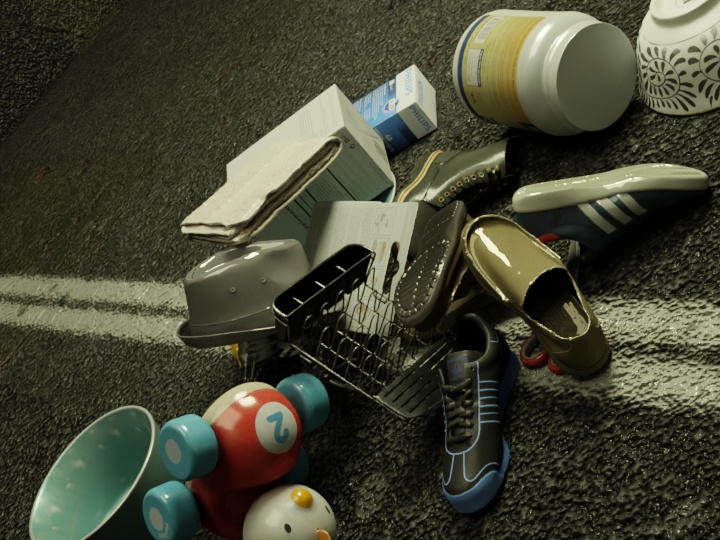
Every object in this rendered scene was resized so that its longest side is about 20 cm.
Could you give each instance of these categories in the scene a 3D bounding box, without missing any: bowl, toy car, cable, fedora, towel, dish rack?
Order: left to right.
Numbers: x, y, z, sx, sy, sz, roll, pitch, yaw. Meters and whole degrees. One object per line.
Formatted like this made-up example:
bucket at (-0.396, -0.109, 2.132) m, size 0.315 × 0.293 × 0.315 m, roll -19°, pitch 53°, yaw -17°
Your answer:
bowl at (-0.290, 0.275, 1.324) m, size 0.200 × 0.105 × 0.202 m, roll -30°, pitch 33°, yaw 22°
fedora at (-0.121, 0.018, 1.253) m, size 0.198 × 0.091 × 0.177 m, roll -15°, pitch 11°, yaw -3°
cable at (-0.130, 0.134, 1.397) m, size 0.096 × 0.050 × 0.201 m, roll -13°, pitch 52°, yaw 15°
towel at (-0.124, -0.102, 1.352) m, size 0.132 × 0.035 × 0.200 m, roll 4°, pitch 42°, yaw 49°
toy car at (-0.081, 0.231, 1.095) m, size 0.200 × 0.183 × 0.178 m, roll 40°, pitch 127°, yaw 30°
dish rack at (0.021, 0.066, 1.149) m, size 0.199 × 0.055 × 0.153 m, roll 32°, pitch 46°, yaw 23°
bowl at (0.385, -0.279, 1.229) m, size 0.200 × 0.094 × 0.202 m, roll -29°, pitch 34°, yaw 22°

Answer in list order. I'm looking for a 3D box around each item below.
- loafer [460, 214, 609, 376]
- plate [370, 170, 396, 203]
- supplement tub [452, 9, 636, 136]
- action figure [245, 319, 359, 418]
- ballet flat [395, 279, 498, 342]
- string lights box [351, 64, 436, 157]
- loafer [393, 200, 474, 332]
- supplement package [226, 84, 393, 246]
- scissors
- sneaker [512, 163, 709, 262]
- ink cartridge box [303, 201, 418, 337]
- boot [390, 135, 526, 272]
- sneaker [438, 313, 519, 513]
loafer at (0.171, 0.011, 1.066) m, size 0.076 × 0.068 × 0.200 m, roll -36°, pitch 63°, yaw -11°
plate at (-0.027, -0.064, 1.513) m, size 0.199 × 0.026 × 0.201 m, roll -31°, pitch 32°, yaw 22°
supplement tub at (0.220, -0.240, 1.323) m, size 0.145 × 0.144 × 0.200 m, roll -49°, pitch 31°, yaw -10°
action figure at (-0.077, 0.113, 1.270) m, size 0.101 × 0.120 × 0.200 m, roll -22°, pitch 15°, yaw -23°
ballet flat at (0.116, 0.026, 1.212) m, size 0.199 × 0.046 × 0.068 m, roll -22°, pitch 36°, yaw 32°
string lights box at (0.014, -0.207, 1.607) m, size 0.199 × 0.059 × 0.103 m, roll -28°, pitch 34°, yaw 24°
loafer at (0.095, 0.001, 1.149) m, size 0.073 × 0.071 × 0.201 m, roll -32°, pitch 19°, yaw 36°
supplement package at (-0.073, -0.132, 1.508) m, size 0.199 × 0.120 × 0.122 m, roll -33°, pitch 34°, yaw 16°
scissors at (0.221, 0.024, 1.131) m, size 0.073 × 0.014 × 0.201 m, roll -8°, pitch 44°, yaw 47°
sneaker at (0.259, -0.056, 1.131) m, size 0.198 × 0.085 × 0.075 m, roll -8°, pitch 14°, yaw 9°
ink cartridge box at (0.000, 0.000, 1.325) m, size 0.199 × 0.057 × 0.164 m, roll 5°, pitch 80°, yaw 46°
boot at (0.119, -0.088, 1.330) m, size 0.137 × 0.078 × 0.201 m, roll -13°, pitch 43°, yaw 34°
sneaker at (0.103, 0.133, 1.065) m, size 0.070 × 0.078 × 0.201 m, roll -20°, pitch 37°, yaw 33°
